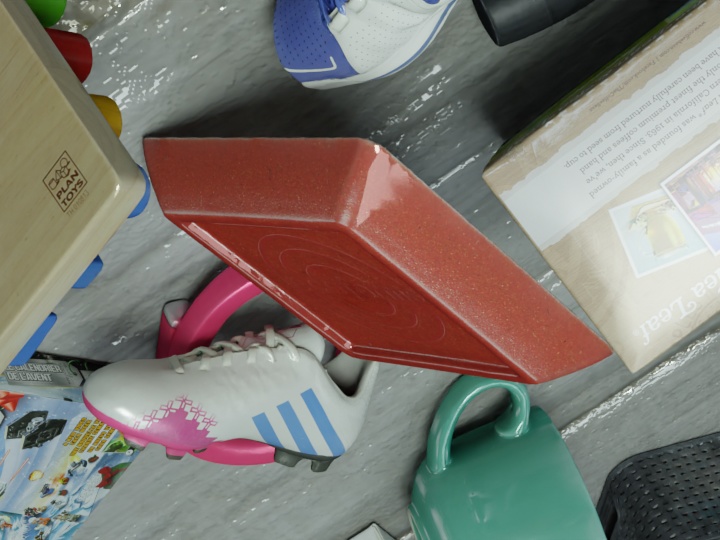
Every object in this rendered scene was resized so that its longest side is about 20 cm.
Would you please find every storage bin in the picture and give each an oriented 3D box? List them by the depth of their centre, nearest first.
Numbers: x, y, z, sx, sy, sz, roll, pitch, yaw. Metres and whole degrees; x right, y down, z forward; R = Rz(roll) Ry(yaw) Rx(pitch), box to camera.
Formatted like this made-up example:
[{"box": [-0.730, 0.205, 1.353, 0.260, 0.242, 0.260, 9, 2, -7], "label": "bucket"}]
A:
[{"box": [0.296, 0.206, 1.486, 0.199, 0.094, 0.135, -13, 140, -21], "label": "storage bin"}]

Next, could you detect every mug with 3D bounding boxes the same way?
[{"box": [0.094, 0.172, 1.293, 0.114, 0.185, 0.152, -22, 167, -4], "label": "mug"}]

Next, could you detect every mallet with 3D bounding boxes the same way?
[{"box": [0.081, -0.200, 0.930, 0.066, 0.041, 0.200, -21, 138, -7], "label": "mallet"}]

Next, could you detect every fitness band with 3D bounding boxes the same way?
[{"box": [-0.055, 0.053, 1.139, 0.143, 0.037, 0.200, -14, 141, -23], "label": "fitness band"}]

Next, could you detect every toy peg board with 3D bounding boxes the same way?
[{"box": [-0.179, -0.039, 0.835, 0.200, 0.199, 0.098, -48, 154, 25], "label": "toy peg board"}]

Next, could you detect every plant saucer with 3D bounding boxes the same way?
[{"box": [0.000, 0.000, 0.958, 0.200, 0.199, 0.037, 40, 69, -34], "label": "plant saucer"}]

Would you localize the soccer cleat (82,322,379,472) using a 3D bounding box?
[{"box": [-0.071, 0.062, 1.063, 0.200, 0.070, 0.087, 12, 110, -46], "label": "soccer cleat"}]

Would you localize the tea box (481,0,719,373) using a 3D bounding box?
[{"box": [0.187, -0.069, 0.993, 0.200, 0.134, 0.197, -38, -177, 11], "label": "tea box"}]

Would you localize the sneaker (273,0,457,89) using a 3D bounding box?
[{"box": [0.015, -0.157, 0.851, 0.199, 0.081, 0.115, -22, 160, 40], "label": "sneaker"}]

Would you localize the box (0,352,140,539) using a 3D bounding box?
[{"box": [-0.226, 0.131, 1.115, 0.137, 0.040, 0.200, 13, 127, -43], "label": "box"}]

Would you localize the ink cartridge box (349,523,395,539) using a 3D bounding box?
[{"box": [0.010, 0.294, 1.415, 0.145, 0.084, 0.200, -34, 143, 7], "label": "ink cartridge box"}]
